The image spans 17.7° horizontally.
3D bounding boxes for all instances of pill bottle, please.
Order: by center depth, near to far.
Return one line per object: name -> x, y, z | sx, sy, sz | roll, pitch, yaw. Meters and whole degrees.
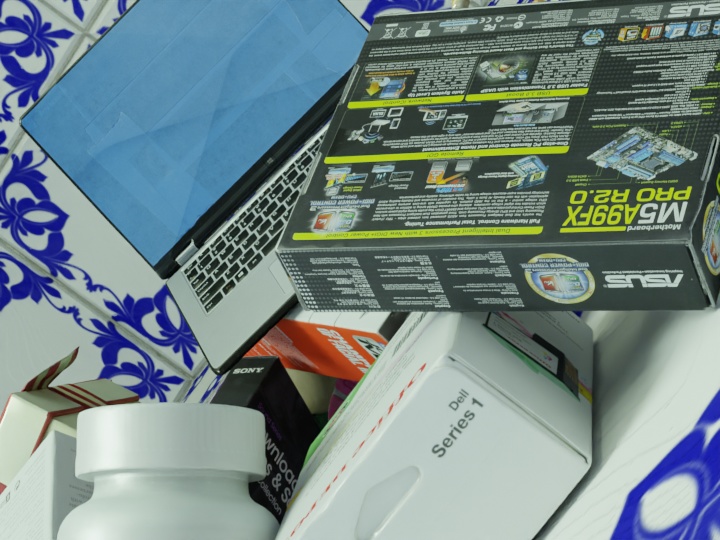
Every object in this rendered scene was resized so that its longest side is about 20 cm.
pill bottle -> -0.090, 0.167, 1.091 | 0.110, 0.109, 0.201 | 142, 130, -73

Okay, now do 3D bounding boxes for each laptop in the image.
laptop -> -0.072, -0.078, 1.291 | 0.187, 0.116, 0.200 | -45, 29, 4

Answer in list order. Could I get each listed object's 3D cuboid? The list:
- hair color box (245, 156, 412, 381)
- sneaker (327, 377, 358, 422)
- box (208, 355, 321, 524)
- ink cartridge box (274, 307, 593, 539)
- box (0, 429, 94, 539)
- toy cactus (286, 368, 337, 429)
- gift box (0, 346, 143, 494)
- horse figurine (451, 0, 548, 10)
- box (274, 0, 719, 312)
hair color box -> 0.000, 0.000, 1.283 | 0.200, 0.064, 0.111 | 7, 58, 57
sneaker -> 0.060, 0.031, 1.339 | 0.200, 0.081, 0.088 | -46, 4, 3
box -> -0.067, 0.165, 1.268 | 0.036, 0.143, 0.200 | -6, 38, 34
ink cartridge box -> 0.036, 0.087, 1.084 | 0.145, 0.084, 0.200 | -53, 4, 15
box -> -0.149, 0.213, 1.345 | 0.098, 0.124, 0.201 | -49, 31, 32
toy cactus -> -0.035, 0.091, 1.426 | 0.200, 0.102, 0.166 | -63, -26, -48
gift box -> -0.176, 0.167, 1.613 | 0.201, 0.186, 0.184 | -66, -14, 3
horse figurine -> 0.109, -0.076, 1.131 | 0.050, 0.199, 0.133 | 43, -128, -58
box -> 0.078, -0.054, 1.052 | 0.199, 0.044, 0.161 | -2, 48, 27
